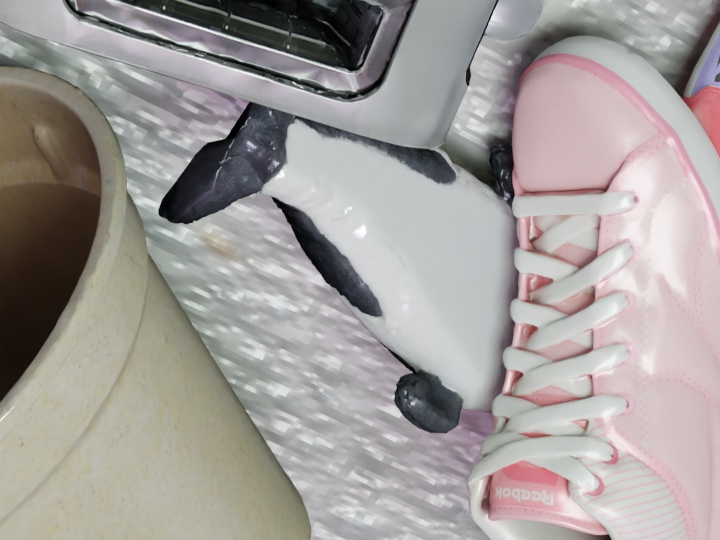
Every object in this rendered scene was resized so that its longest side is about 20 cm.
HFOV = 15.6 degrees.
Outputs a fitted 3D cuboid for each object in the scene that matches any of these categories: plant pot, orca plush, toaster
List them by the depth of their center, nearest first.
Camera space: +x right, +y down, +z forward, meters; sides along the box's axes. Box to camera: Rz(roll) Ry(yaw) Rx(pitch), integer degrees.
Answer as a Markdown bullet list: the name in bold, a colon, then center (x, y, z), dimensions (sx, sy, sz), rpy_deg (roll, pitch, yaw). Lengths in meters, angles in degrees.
- **toaster**: center (-0.024, -0.155, 0.795), dimensions (0.200, 0.119, 0.181), rpy_deg (17, 115, -15)
- **plant pot**: center (-0.117, 0.066, 0.884), dimensions (0.200, 0.201, 0.184), rpy_deg (-30, 130, 10)
- **orca plush**: center (0.000, 0.000, 0.909), dimensions (0.200, 0.071, 0.105), rpy_deg (17, 78, -46)

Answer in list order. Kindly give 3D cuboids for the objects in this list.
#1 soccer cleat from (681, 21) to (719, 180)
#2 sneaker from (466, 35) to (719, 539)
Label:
- **soccer cleat**: center (0.207, -0.042, 0.919), dimensions (0.200, 0.067, 0.077), rpy_deg (10, 107, -12)
- **sneaker**: center (0.079, 0.028, 0.886), dimensions (0.105, 0.075, 0.201), rpy_deg (-30, 110, -40)
